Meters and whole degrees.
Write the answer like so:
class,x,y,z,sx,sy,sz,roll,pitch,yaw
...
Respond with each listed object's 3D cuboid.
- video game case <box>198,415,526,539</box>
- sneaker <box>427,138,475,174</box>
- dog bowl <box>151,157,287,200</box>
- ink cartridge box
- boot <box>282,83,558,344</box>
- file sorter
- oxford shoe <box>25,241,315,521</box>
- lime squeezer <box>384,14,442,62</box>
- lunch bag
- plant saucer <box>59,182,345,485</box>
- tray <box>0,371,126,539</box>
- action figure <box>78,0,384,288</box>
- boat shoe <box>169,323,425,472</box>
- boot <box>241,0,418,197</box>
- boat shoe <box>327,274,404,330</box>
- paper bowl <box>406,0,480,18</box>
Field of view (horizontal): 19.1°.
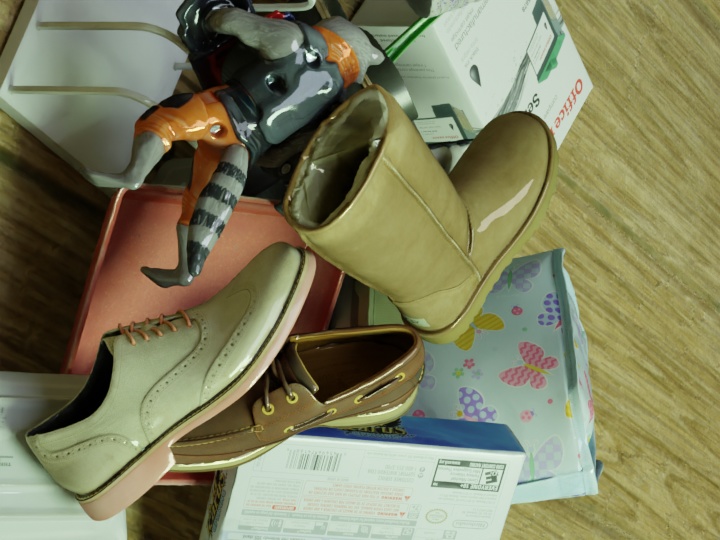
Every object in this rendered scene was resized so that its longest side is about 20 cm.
class,x,y,z,sx,sy,sz,roll,pitch,yaw
video game case,-0.008,0.182,1.432,0.200,0.045,0.182,6,114,-20
sneaker,0.049,-0.047,1.464,0.200,0.077,0.080,-17,99,-63
dog bowl,-0.075,0.002,1.485,0.200,0.059,0.200,-11,104,-53
ink cartridge box,0.092,-0.167,1.670,0.146,0.084,0.200,-59,136,-30
boot,0.045,-0.059,1.307,0.175,0.066,0.200,-66,149,-14
file sorter,-0.117,-0.161,1.352,0.139,0.124,0.200,42,62,-47
oxford shoe,-0.107,0.050,1.232,0.074,0.071,0.200,45,80,-20
lime squeezer,0.000,-0.126,1.516,0.038,0.071,0.200,39,57,-11
lunch bag,0.084,0.099,1.554,0.200,0.169,0.127,-92,167,-49
plant saucer,-0.109,0.040,1.367,0.200,0.037,0.200,6,108,-42
tray,-0.214,0.108,1.226,0.200,0.022,0.108,5,75,-42
action figure,-0.056,-0.070,1.261,0.194,0.105,0.200,-48,134,-16
boat shoe,-0.052,0.070,1.329,0.200,0.068,0.072,-12,63,-20
boot,-0.060,-0.123,1.448,0.138,0.200,0.078,-30,116,-5
boat shoe,0.000,0.000,1.479,0.075,0.068,0.200,42,39,-31
paper bowl,0.022,-0.267,1.430,0.104,0.201,0.201,-18,116,-5
